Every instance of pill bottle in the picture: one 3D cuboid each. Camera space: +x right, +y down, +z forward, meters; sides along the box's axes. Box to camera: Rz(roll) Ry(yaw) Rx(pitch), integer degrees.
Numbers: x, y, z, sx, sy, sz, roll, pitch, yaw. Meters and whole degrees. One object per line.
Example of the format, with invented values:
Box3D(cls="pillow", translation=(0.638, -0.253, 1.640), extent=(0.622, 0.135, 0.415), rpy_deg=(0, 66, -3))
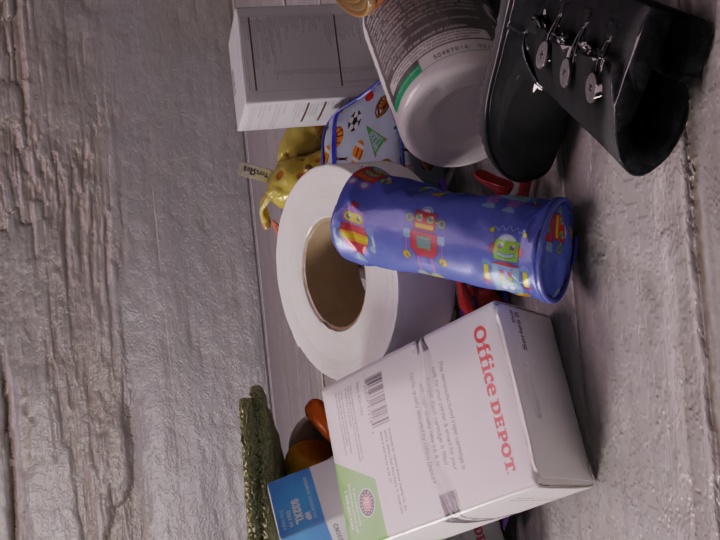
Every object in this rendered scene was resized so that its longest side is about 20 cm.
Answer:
Box3D(cls="pill bottle", translation=(0.064, -0.195, 0.870), extent=(0.114, 0.112, 0.202), rpy_deg=(97, 162, -48))

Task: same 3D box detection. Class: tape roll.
Box3D(cls="tape roll", translation=(0.000, 0.000, 0.957), extent=(0.201, 0.070, 0.205), rpy_deg=(15, 109, 52))

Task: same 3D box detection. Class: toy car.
Box3D(cls="toy car", translation=(0.022, 0.187, 1.102), extent=(0.175, 0.198, 0.152), rpy_deg=(-144, 69, -67))

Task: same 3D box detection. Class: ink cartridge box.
Box3D(cls="ink cartridge box", translation=(0.029, 0.244, 0.973), extent=(0.084, 0.198, 0.146), rpy_deg=(-119, 9, -62))
Box3D(cls="ink cartridge box", translation=(0.073, 0.133, 0.827), extent=(0.199, 0.083, 0.147), rpy_deg=(-30, 61, 37))

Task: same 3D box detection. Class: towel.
Box3D(cls="towel", translation=(-0.095, 0.236, 1.057), extent=(0.149, 0.036, 0.202), rpy_deg=(81, -179, -56))

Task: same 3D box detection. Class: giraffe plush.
Box3D(cls="giraffe plush", translation=(-0.039, -0.123, 1.367), extent=(0.161, 0.198, 0.175), rpy_deg=(14, 108, 47))

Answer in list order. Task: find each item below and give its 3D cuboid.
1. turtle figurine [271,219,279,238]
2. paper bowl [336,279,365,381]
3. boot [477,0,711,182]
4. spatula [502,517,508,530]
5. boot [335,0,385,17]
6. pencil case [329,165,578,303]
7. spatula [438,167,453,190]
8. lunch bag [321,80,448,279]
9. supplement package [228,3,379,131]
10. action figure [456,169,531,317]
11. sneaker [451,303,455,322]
Box3D(cls="turtle figurine", translation=(-0.032, -0.010, 1.479), extent=(0.200, 0.065, 0.161), rpy_deg=(41, 180, -39))
Box3D(cls="paper bowl", translation=(0.022, 0.091, 1.249), extent=(0.201, 0.103, 0.204), rpy_deg=(173, 90, -79))
Box3D(cls="boot", translation=(0.145, -0.107, 0.664), extent=(0.200, 0.065, 0.167), rpy_deg=(-126, 30, -60))
Box3D(cls="spatula", translation=(0.123, 0.146, 0.979), extent=(0.057, 0.020, 0.202), rpy_deg=(94, 166, -52))
Box3D(cls="boot", translation=(0.046, -0.273, 0.824), extent=(0.201, 0.153, 0.077), rpy_deg=(-107, 10, -56))
Box3D(cls="pencil case", translation=(0.072, -0.030, 0.784), extent=(0.198, 0.086, 0.079), rpy_deg=(13, 105, 35))
Box3D(cls="spatula", translation=(0.082, -0.099, 0.968), extent=(0.057, 0.020, 0.202), rpy_deg=(84, -175, -49))
Box3D(cls="lunch bag", translation=(0.017, -0.093, 1.076), extent=(0.159, 0.075, 0.203), rpy_deg=(-24, 56, 45))
Box3D(cls="supplement package", translation=(-0.046, -0.234, 1.173), extent=(0.110, 0.197, 0.115), rpy_deg=(145, 119, -76))
Box3D(cls="action figure", translation=(0.108, -0.006, 0.876), extent=(0.051, 0.065, 0.202), rpy_deg=(26, 134, 26))
Box3D(cls="sneaker", translation=(0.059, 0.022, 1.116), extent=(0.077, 0.077, 0.203), rpy_deg=(111, 161, -66))
